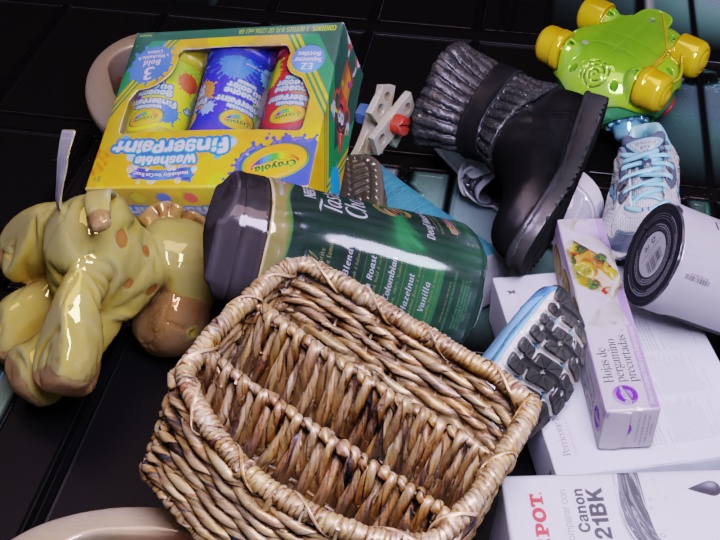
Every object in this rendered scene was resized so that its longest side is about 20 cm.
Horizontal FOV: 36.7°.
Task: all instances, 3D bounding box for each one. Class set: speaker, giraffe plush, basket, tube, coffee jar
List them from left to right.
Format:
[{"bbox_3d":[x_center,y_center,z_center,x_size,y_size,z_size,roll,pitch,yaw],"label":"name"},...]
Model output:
[{"bbox_3d":[-0.178,0.007,0.846,0.160,0.203,0.172,11,16,-40],"label":"giraffe plush"},{"bbox_3d":[-0.018,0.100,0.644,0.198,0.151,0.142,32,16,18],"label":"basket"},{"bbox_3d":[-0.015,-0.008,0.774,0.196,0.087,0.105,12,19,-13],"label":"coffee jar"},{"bbox_3d":[0.046,-0.037,0.956,0.077,0.051,0.199,-30,45,-25],"label":"tube"},{"bbox_3d":[0.302,0.017,0.815,0.197,0.082,0.082,18,40,-15],"label":"speaker"}]

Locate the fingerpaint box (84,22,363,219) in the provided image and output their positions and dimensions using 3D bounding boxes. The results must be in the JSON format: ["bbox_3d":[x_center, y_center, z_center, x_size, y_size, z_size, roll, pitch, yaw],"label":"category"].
[{"bbox_3d":[-0.111,-0.119,0.915,0.196,0.074,0.169,1,60,17],"label":"fingerpaint box"}]

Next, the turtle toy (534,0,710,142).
[{"bbox_3d":[0.268,-0.200,1.088,0.145,0.102,0.199,31,50,28],"label":"turtle toy"}]

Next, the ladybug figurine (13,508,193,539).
[{"bbox_3d":[-0.142,0.212,0.650,0.196,0.073,0.137,3,41,3],"label":"ladybug figurine"}]

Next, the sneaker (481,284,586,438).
[{"bbox_3d":[0.075,0.086,0.755,0.201,0.078,0.090,-50,40,-6],"label":"sneaker"}]

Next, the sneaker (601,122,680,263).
[{"bbox_3d":[0.236,-0.069,0.923,0.076,0.088,0.201,-1,24,13],"label":"sneaker"}]

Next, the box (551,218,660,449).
[{"bbox_3d":[0.176,0.039,0.799,0.038,0.042,0.202,-2,43,0],"label":"box"}]

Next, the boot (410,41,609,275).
[{"bbox_3d":[0.108,-0.098,0.917,0.155,0.080,0.212,22,49,11],"label":"boot"}]

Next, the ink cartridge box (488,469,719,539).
[{"bbox_3d":[0.184,0.204,0.659,0.196,0.085,0.146,-2,43,-1],"label":"ink cartridge box"}]

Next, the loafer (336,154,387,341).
[{"bbox_3d":[0.000,0.000,0.894,0.075,0.068,0.203,-4,59,18],"label":"loafer"}]

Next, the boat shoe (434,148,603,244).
[{"bbox_3d":[0.127,-0.086,0.997,0.068,0.073,0.199,-33,61,-32],"label":"boat shoe"}]

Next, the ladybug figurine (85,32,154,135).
[{"bbox_3d":[-0.200,-0.161,1.070,0.133,0.073,0.202,-10,43,-10],"label":"ladybug figurine"}]

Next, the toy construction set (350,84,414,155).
[{"bbox_3d":[-0.043,-0.120,1.006,0.198,0.094,0.131,9,35,41],"label":"toy construction set"}]

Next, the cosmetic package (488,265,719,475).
[{"bbox_3d":[0.190,0.082,0.818,0.148,0.052,0.202,-4,42,-6],"label":"cosmetic package"}]
